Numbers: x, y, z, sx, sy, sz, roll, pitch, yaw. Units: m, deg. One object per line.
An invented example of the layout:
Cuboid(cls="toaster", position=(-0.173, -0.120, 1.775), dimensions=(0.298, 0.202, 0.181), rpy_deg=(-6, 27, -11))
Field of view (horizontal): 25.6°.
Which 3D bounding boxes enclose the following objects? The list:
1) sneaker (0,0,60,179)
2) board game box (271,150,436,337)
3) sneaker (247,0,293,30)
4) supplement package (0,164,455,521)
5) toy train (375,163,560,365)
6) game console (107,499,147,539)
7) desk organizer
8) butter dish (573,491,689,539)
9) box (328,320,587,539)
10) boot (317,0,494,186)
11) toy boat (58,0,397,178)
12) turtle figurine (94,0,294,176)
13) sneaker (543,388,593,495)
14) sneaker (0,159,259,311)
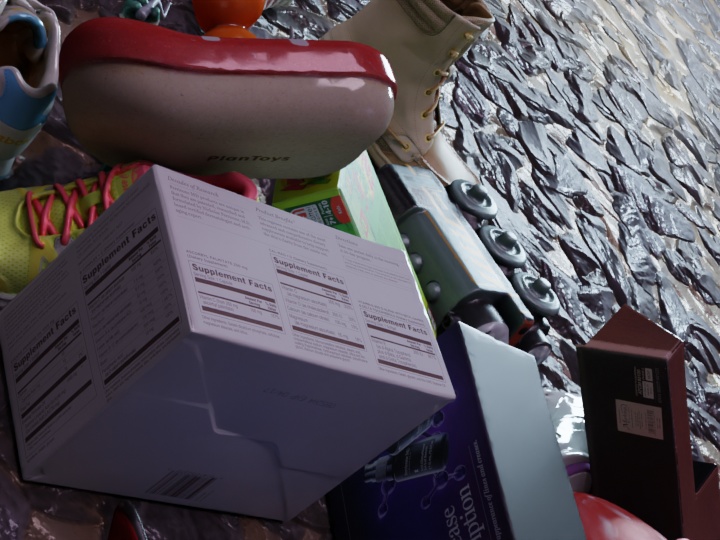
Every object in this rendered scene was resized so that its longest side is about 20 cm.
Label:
Cuboid(cls="sneaker", position=(-0.230, -0.152, 1.017), dimensions=(0.076, 0.081, 0.200), rpy_deg=(20, 39, -39))
Cuboid(cls="board game box", position=(0.000, 0.000, 1.095), dimensions=(0.102, 0.048, 0.200), rpy_deg=(-84, 157, -53))
Cuboid(cls="sneaker", position=(-0.081, -0.250, 1.341), dimensions=(0.105, 0.075, 0.200), rpy_deg=(25, 33, -28))
Cuboid(cls="supplement package", position=(-0.078, 0.050, 0.908), dimensions=(0.200, 0.156, 0.111), rpy_deg=(18, 43, -43))
Cuboid(cls="toy train", position=(0.073, -0.003, 1.249), dimensions=(0.114, 0.085, 0.200), rpy_deg=(7, 41, -43))
Cuboid(cls="game console", position=(-0.055, 0.224, 0.774), dimensions=(0.172, 0.119, 0.200), rpy_deg=(11, 47, -48))
Cuboid(cls="desk organizer", position=(0.216, 0.131, 1.165), dimensions=(0.077, 0.072, 0.200), rpy_deg=(-38, 126, -47))
Cuboid(cls="butter dish", position=(0.172, 0.228, 1.051), dimensions=(0.199, 0.148, 0.200), rpy_deg=(32, 33, -26))
Cuboid(cls="box", position=(0.057, 0.156, 0.985), dimensions=(0.079, 0.141, 0.200), rpy_deg=(24, 37, -34))
Cuboid(cls="boot", position=(0.064, -0.156, 1.347), dimensions=(0.200, 0.155, 0.073), rpy_deg=(45, 29, -8))
Cuboid(cls="toy boat", position=(-0.082, -0.130, 0.956), dimensions=(0.200, 0.130, 0.131), rpy_deg=(-1, 76, -21))
Cuboid(cls="turtle figurine", position=(-0.114, -0.111, 1.109), dimensions=(0.149, 0.101, 0.200), rpy_deg=(23, 52, -10))
Cuboid(cls="sneaker", position=(0.144, 0.141, 1.218), dimensions=(0.100, 0.075, 0.200), rpy_deg=(37, 24, 28))
Cuboid(cls="sneaker", position=(-0.149, -0.031, 0.925), dimensions=(0.200, 0.090, 0.078), rpy_deg=(-4, 58, -20))
